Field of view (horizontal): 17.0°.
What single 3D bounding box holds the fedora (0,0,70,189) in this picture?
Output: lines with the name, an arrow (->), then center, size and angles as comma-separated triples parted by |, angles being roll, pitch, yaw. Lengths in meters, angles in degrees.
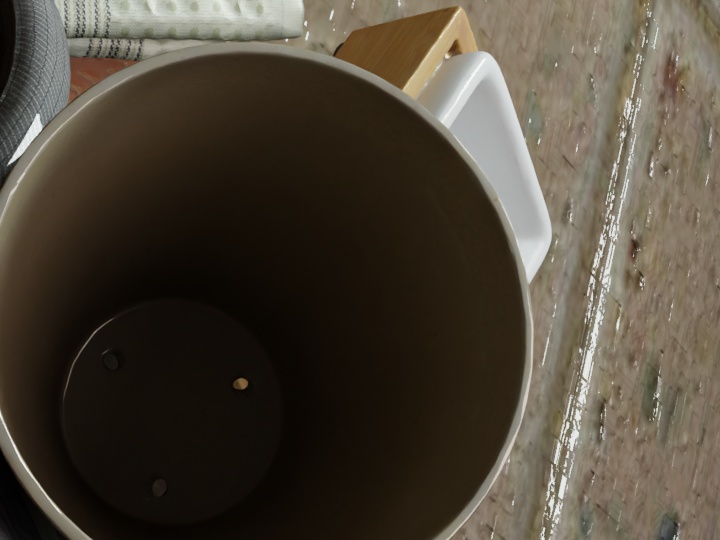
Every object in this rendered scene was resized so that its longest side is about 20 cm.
fedora -> -0.192, -0.046, 0.853 | 0.091, 0.175, 0.201 | 98, 4, -50

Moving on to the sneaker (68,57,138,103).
sneaker -> -0.101, -0.130, 1.068 | 0.199, 0.080, 0.072 | -33, 137, -33

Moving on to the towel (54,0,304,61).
towel -> -0.118, -0.183, 0.987 | 0.199, 0.034, 0.194 | -2, 85, -29

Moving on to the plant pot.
plant pot -> -0.054, 0.038, 0.870 | 0.200, 0.186, 0.189 | 136, -35, -72

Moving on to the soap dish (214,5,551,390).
soap dish -> 0.000, 0.000, 1.089 | 0.201, 0.081, 0.158 | -56, 146, -25

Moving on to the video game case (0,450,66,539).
video game case -> -0.099, 0.134, 0.861 | 0.201, 0.023, 0.182 | 60, 0, -31
